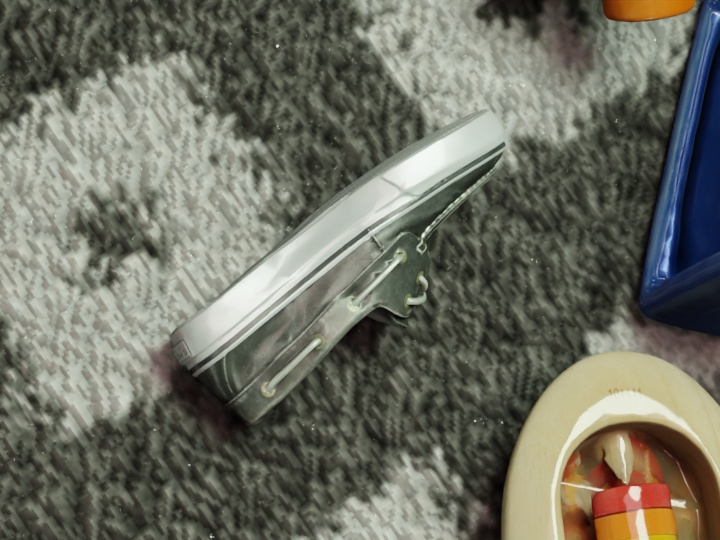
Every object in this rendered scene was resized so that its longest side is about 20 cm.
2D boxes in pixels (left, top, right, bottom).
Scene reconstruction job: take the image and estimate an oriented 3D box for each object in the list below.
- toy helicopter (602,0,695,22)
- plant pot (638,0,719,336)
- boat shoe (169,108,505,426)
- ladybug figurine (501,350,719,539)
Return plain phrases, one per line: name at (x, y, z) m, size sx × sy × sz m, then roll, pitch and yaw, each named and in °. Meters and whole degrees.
toy helicopter at (0.156, -0.191, 1.396) m, size 0.199 × 0.132 × 0.079 m, roll -24°, pitch 112°, yaw -39°
plant pot at (0.269, -0.060, 1.334) m, size 0.179 × 0.200 × 0.201 m, roll 18°, pitch 71°, yaw -14°
boat shoe at (0.000, 0.000, 1.327) m, size 0.200 × 0.072 × 0.071 m, roll -38°, pitch 95°, yaw -9°
ladybug figurine at (0.131, 0.142, 1.309) m, size 0.135 × 0.072 × 0.201 m, roll 0°, pitch 75°, yaw -12°
